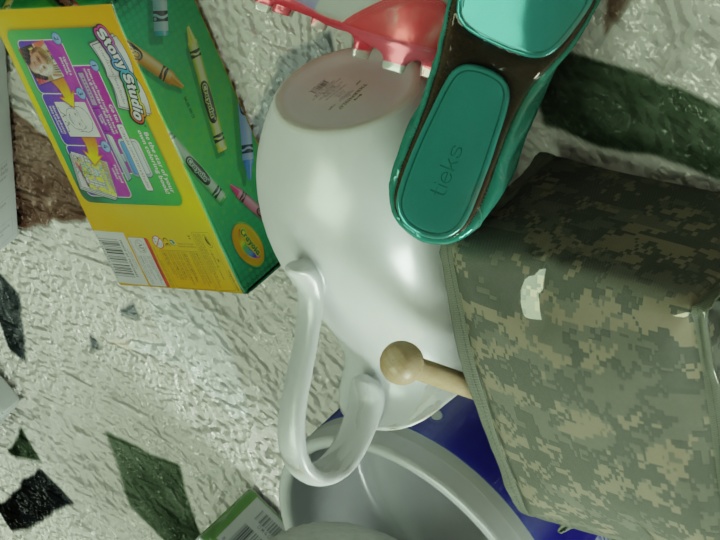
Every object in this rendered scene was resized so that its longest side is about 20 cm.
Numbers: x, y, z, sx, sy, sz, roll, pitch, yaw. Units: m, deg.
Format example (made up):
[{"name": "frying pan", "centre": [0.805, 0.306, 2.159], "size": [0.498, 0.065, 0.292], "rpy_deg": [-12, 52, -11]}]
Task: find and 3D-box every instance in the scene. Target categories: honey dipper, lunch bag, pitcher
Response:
[{"name": "honey dipper", "centre": [0.064, 0.064, 1.295], "size": [0.038, 0.038, 0.200], "rpy_deg": [25, -179, 29]}, {"name": "lunch bag", "centre": [0.146, 0.060, 1.241], "size": [0.163, 0.117, 0.201], "rpy_deg": [15, 129, 37]}, {"name": "pitcher", "centre": [0.000, 0.000, 1.291], "size": [0.121, 0.172, 0.201], "rpy_deg": [13, 133, 33]}]

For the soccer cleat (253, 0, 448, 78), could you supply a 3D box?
[{"name": "soccer cleat", "centre": [-0.017, -0.161, 1.265], "size": [0.199, 0.066, 0.077], "rpy_deg": [29, 103, 39]}]

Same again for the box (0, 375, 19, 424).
[{"name": "box", "centre": [-0.397, 0.101, 1.788], "size": [0.200, 0.199, 0.131], "rpy_deg": [48, 146, -1]}]

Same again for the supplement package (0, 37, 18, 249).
[{"name": "supplement package", "centre": [-0.306, -0.087, 1.583], "size": [0.117, 0.117, 0.201], "rpy_deg": [31, 141, 23]}]

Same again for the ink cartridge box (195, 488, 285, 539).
[{"name": "ink cartridge box", "centre": [-0.087, 0.244, 1.715], "size": [0.104, 0.059, 0.200], "rpy_deg": [44, 145, 6]}]

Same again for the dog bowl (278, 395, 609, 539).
[{"name": "dog bowl", "centre": [0.051, 0.160, 1.471], "size": [0.199, 0.079, 0.201], "rpy_deg": [29, 141, 26]}]

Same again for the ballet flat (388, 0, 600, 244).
[{"name": "ballet flat", "centre": [0.068, -0.109, 1.185], "size": [0.067, 0.070, 0.201], "rpy_deg": [25, 106, 0]}]

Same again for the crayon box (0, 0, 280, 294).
[{"name": "crayon box", "centre": [-0.127, -0.085, 1.445], "size": [0.118, 0.058, 0.201], "rpy_deg": [4, 126, 45]}]

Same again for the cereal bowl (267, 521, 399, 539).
[{"name": "cereal bowl", "centre": [0.018, 0.225, 1.427], "size": [0.199, 0.083, 0.201], "rpy_deg": [28, 140, 27]}]
